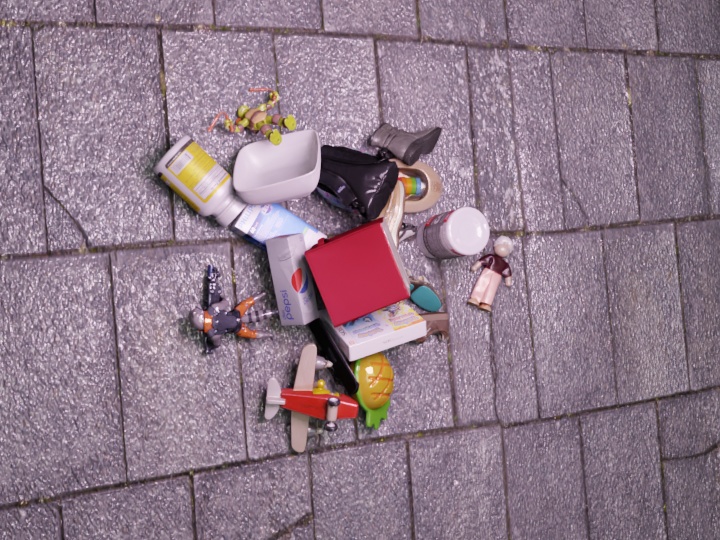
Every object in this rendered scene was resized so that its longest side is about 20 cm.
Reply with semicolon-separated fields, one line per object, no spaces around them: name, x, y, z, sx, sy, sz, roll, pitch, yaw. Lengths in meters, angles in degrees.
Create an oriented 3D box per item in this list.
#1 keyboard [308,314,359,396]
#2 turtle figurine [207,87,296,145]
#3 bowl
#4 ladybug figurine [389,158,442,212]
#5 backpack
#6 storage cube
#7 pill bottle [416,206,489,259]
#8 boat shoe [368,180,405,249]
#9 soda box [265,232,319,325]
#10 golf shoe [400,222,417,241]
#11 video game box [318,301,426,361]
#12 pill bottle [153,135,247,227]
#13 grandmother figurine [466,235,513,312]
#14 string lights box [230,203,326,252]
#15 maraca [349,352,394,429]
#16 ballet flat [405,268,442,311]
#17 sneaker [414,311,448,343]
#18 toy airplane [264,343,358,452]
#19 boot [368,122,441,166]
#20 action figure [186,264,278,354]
keyboard;-0.064;0.201;1.689;0.021;0.127;0.201;-23;71;-25
turtle figurine;-0.237;-0.339;1.666;0.200;0.161;0.065;-40;145;-30
bowl;-0.178;-0.222;1.623;0.198;0.201;0.075;-12;131;7
ladybug figurine;0.110;-0.208;1.810;0.199;0.072;0.137;5;85;-20
backpack;-0.025;-0.208;1.691;0.199;0.127;0.167;22;72;26
storage cube;0.000;0.000;1.613;0.179;0.171;0.201;-22;96;7
pill bottle;0.219;-0.086;1.776;0.113;0.200;0.115;1;86;-20
boat shoe;0.058;-0.117;1.711;0.076;0.072;0.201;9;82;-8
soda box;-0.153;0.020;1.632;0.063;0.068;0.201;-23;106;-57
golf shoe;0.052;-0.062;1.789;0.199;0.078;0.095;-17;110;-19
video game box;0.025;0.122;1.702;0.199;0.182;0.047;-17;123;-21
pill bottle;-0.349;-0.192;1.613;0.200;0.111;0.111;44;73;-13
grandmother figurine;0.348;0.006;1.898;0.121;0.060;0.201;26;81;-26
string lights box;-0.190;-0.088;1.696;0.199;0.059;0.103;34;76;-16
maraca;0.029;0.279;1.733;0.137;0.106;0.201;-34;116;-51
ballet flat;0.128;0.033;1.803;0.199;0.068;0.076;27;40;-32
sneaker;0.131;0.147;1.800;0.199;0.070;0.076;-3;93;-20
toy airplane;-0.124;0.294;1.673;0.200;0.141;0.200;-37;90;18
boot;0.113;-0.337;1.813;0.130;0.068;0.200;31;39;16
action figure;-0.292;0.084;1.626;0.192;0.104;0.202;-7;93;-31
